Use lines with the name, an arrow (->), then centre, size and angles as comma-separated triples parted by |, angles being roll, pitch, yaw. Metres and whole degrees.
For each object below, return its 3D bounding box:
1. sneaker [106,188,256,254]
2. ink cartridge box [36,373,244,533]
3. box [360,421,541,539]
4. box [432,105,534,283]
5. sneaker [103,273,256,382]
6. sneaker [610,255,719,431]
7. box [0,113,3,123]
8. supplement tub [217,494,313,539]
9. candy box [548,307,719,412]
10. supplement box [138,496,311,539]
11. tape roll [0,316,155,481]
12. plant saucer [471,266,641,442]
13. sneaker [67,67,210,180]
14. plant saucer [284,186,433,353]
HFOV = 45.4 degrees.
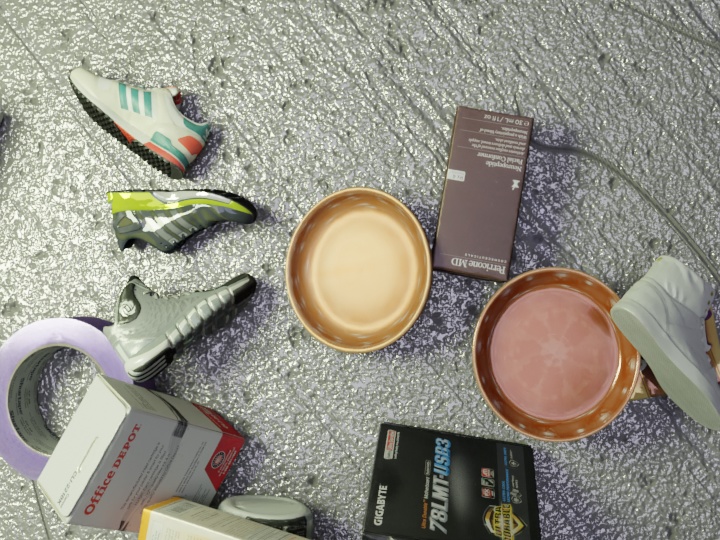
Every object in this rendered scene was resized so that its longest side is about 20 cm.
sneaker -> -0.227, -0.063, 1.102 | 0.195, 0.074, 0.083 | 1, 97, 10
ink cartridge box -> -0.254, 0.224, 1.015 | 0.083, 0.199, 0.146 | 30, 89, 38
box -> 0.105, 0.265, 0.996 | 0.194, 0.201, 0.051 | 9, 117, 4
box -> 0.149, -0.093, 1.069 | 0.098, 0.075, 0.205 | 9, 90, 4
sneaker -> -0.231, 0.036, 1.068 | 0.199, 0.075, 0.116 | -37, 74, -29
sneaker -> 0.384, 0.078, 0.988 | 0.116, 0.073, 0.201 | -44, 105, -19
box -> -0.569, -0.137, 1.109 | 0.122, 0.097, 0.204 | 20, 89, 4
supplement tub -> -0.123, 0.385, 1.042 | 0.119, 0.123, 0.205 | 6, 88, 4
candy box -> 0.334, 0.097, 1.055 | 0.195, 0.056, 0.120 | -10, 86, 5
supplement box -> -0.151, 0.343, 0.951 | 0.196, 0.073, 0.129 | 12, 90, 20
tape roll -> -0.366, 0.160, 1.089 | 0.195, 0.085, 0.205 | 0, 88, 3
plant saucer -> 0.230, 0.099, 1.021 | 0.195, 0.032, 0.205 | 0, 88, 5
sneaker -> -0.282, -0.209, 1.115 | 0.198, 0.070, 0.094 | 37, 73, 7
plant saucer -> 0.000, 0.000, 1.070 | 0.196, 0.037, 0.205 | -1, 87, 23
